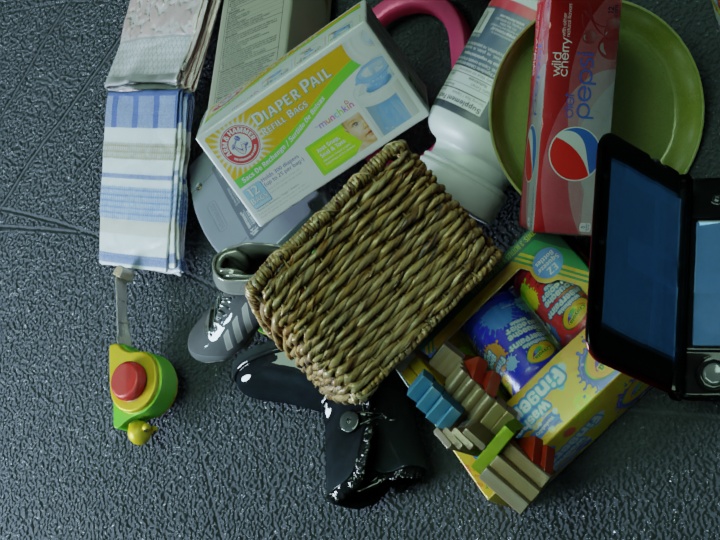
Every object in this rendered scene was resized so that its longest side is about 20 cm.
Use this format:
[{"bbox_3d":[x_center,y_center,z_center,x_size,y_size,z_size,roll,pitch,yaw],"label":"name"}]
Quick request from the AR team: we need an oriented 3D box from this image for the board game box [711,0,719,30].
[{"bbox_3d":[0.379,-0.170,1.243,0.102,0.105,0.201,-26,61,10],"label":"board game box"}]

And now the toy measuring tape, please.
[{"bbox_3d":[-0.230,0.085,1.592,0.073,0.073,0.202,-16,67,28],"label":"toy measuring tape"}]

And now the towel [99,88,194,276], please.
[{"bbox_3d":[-0.237,-0.098,1.646,0.146,0.024,0.202,5,93,44],"label":"towel"}]

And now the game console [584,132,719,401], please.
[{"bbox_3d":[0.283,-0.005,1.224,0.171,0.119,0.202,-1,68,20],"label":"game console"}]

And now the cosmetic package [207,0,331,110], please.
[{"bbox_3d":[-0.093,-0.236,1.578,0.105,0.071,0.201,-16,52,31],"label":"cosmetic package"}]

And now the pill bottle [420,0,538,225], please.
[{"bbox_3d":[0.133,-0.150,1.400,0.119,0.119,0.201,31,93,36],"label":"pill bottle"}]

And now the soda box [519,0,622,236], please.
[{"bbox_3d":[0.178,-0.132,1.281,0.063,0.070,0.202,3,96,-4],"label":"soda box"}]

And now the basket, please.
[{"bbox_3d":[0.000,0.000,1.339,0.200,0.149,0.143,-46,9,-10],"label":"basket"}]

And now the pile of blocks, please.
[{"bbox_3d":[0.097,0.115,1.266,0.062,0.082,0.200,-52,54,12],"label":"pile of blocks"}]

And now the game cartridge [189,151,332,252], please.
[{"bbox_3d":[-0.109,-0.079,1.563,0.133,0.040,0.200,-40,44,8],"label":"game cartridge"}]

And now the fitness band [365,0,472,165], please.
[{"bbox_3d":[0.051,-0.188,1.518,0.143,0.037,0.202,-15,68,29],"label":"fitness band"}]

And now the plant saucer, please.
[{"bbox_3d":[0.208,-0.141,1.336,0.201,0.199,0.031,-61,10,1],"label":"plant saucer"}]

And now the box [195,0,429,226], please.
[{"bbox_3d":[-0.046,-0.151,1.435,0.199,0.113,0.102,-34,17,12],"label":"box"}]

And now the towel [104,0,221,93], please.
[{"bbox_3d":[-0.217,-0.293,1.689,0.199,0.032,0.193,8,81,56],"label":"towel"}]

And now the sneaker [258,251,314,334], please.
[{"bbox_3d":[-0.037,-0.008,1.485,0.199,0.083,0.074,-35,63,20],"label":"sneaker"}]

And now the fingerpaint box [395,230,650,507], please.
[{"bbox_3d":[0.152,0.083,1.336,0.200,0.073,0.167,-45,56,13],"label":"fingerpaint box"}]

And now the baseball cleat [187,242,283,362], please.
[{"bbox_3d":[-0.121,0.023,1.444,0.199,0.106,0.070,-33,45,34],"label":"baseball cleat"}]

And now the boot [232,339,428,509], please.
[{"bbox_3d":[-0.034,0.145,1.436,0.199,0.076,0.170,-15,63,22],"label":"boot"}]
